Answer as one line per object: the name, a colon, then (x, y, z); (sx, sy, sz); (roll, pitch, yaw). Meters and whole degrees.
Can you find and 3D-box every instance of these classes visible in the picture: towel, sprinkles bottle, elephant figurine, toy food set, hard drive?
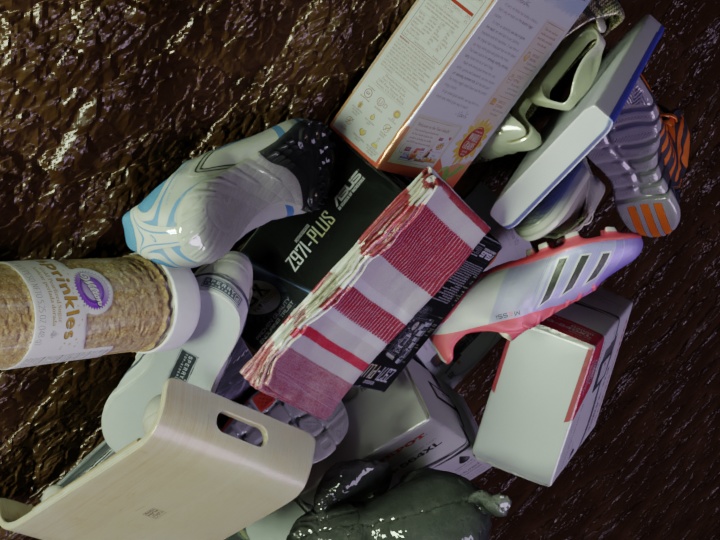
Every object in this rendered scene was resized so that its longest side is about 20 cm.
towel: (0.010, 0.024, 1.097); (0.200, 0.023, 0.144); (-48, 155, 3)
sprinkles bottle: (-0.190, 0.026, 0.938); (0.200, 0.068, 0.068); (-5, 133, -54)
elephant figurine: (0.002, 0.233, 1.273); (0.199, 0.142, 0.156); (2, 109, -21)
toy food set: (-0.151, 0.152, 1.089); (0.200, 0.061, 0.143); (-33, 138, 31)
hard drive: (0.180, -0.125, 1.217); (0.132, 0.025, 0.200); (-48, -177, 37)

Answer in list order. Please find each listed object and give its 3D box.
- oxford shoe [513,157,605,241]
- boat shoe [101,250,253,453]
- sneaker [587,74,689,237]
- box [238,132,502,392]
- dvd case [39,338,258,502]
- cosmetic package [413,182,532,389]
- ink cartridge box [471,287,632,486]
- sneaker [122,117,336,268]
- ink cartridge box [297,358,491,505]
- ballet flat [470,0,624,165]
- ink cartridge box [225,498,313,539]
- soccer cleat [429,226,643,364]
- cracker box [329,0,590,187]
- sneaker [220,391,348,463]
oxford shoe: (0.180, -0.058, 1.309); (0.075, 0.058, 0.200); (-31, -174, 19)
boat shoe: (-0.131, 0.064, 1.093); (0.200, 0.072, 0.066); (-63, -179, 38)
sneaker: (0.258, -0.137, 1.398); (0.112, 0.077, 0.200); (-69, 147, -41)
box: (0.000, 0.000, 1.171); (0.164, 0.086, 0.200); (-52, 154, 10)
dvd case: (-0.158, 0.145, 1.219); (0.200, 0.016, 0.149); (-42, 154, -10)
cosmetic package: (0.096, 0.022, 1.394); (0.151, 0.052, 0.200); (-48, 155, -5)
ink cartridge box: (0.189, 0.100, 1.429); (0.200, 0.083, 0.146); (-28, 135, -66)
sneaker: (-0.082, -0.058, 1.005); (0.200, 0.072, 0.072); (-33, 124, -52)
ink cartridge box: (0.022, 0.162, 1.386); (0.146, 0.085, 0.200); (-32, 153, 10)
ballet flat: (0.135, -0.144, 1.185); (0.200, 0.075, 0.068); (-50, 152, 7)
ink cartridge box: (-0.108, 0.286, 1.417); (0.200, 0.083, 0.146); (-48, 153, 3)
soccer cleat: (0.148, 0.018, 1.268); (0.199, 0.077, 0.067); (-16, 176, 1)
cracker box: (0.080, -0.161, 1.097); (0.200, 0.058, 0.134); (-53, 155, 14)
sneaker: (-0.099, 0.153, 1.248); (0.200, 0.077, 0.082); (-26, 174, -38)
